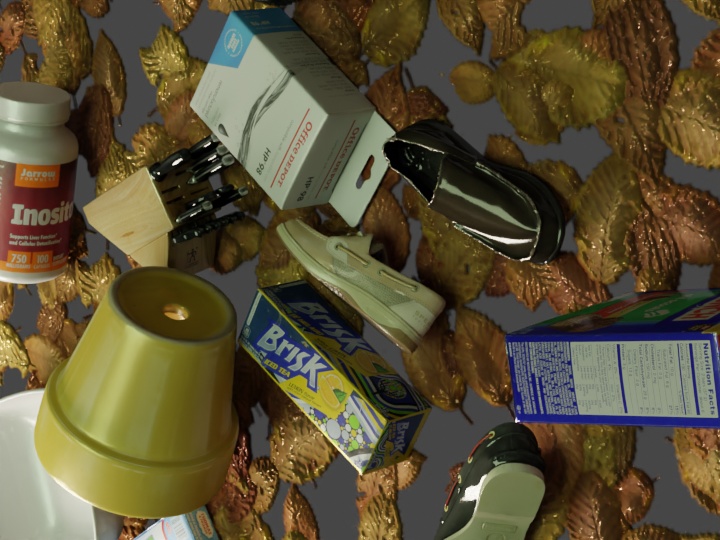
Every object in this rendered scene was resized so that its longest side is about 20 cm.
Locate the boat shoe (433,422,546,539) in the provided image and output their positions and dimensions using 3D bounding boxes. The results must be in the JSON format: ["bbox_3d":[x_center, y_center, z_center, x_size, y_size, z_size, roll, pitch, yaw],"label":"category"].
[{"bbox_3d":[0.110,0.215,1.664,0.063,0.073,0.202,-91,18,-45],"label":"boat shoe"}]

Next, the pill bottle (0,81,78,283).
[{"bbox_3d":[-0.366,-0.097,2.047,0.113,0.113,0.201,25,116,40],"label":"pill bottle"}]

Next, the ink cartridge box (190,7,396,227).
[{"bbox_3d":[-0.063,-0.141,1.763,0.200,0.067,0.116,48,127,28],"label":"ink cartridge box"}]

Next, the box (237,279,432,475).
[{"bbox_3d":[-0.027,0.097,1.775,0.200,0.064,0.070,44,126,30],"label":"box"}]

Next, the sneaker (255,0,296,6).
[{"bbox_3d":[-0.072,-0.299,1.755,0.199,0.078,0.090,5,83,41],"label":"sneaker"}]

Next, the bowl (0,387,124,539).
[{"bbox_3d":[-0.338,0.229,2.110,0.200,0.074,0.201,-17,86,47],"label":"bowl"}]

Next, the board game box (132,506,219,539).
[{"bbox_3d":[-0.204,0.354,2.024,0.200,0.036,0.152,-38,71,42],"label":"board game box"}]

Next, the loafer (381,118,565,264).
[{"bbox_3d":[0.090,-0.062,1.619,0.200,0.071,0.073,34,121,36],"label":"loafer"}]

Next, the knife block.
[{"bbox_3d":[-0.195,-0.086,1.885,0.200,0.064,0.176,36,134,36],"label":"knife block"}]

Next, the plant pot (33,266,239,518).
[{"bbox_3d":[-0.205,0.109,1.855,0.201,0.200,0.190,42,127,32],"label":"plant pot"}]

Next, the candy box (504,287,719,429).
[{"bbox_3d":[0.238,0.063,1.424,0.199,0.169,0.077,-2,100,45],"label":"candy box"}]

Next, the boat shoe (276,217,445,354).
[{"bbox_3d":[0.000,0.000,1.736,0.065,0.072,0.200,-50,50,-2],"label":"boat shoe"}]
